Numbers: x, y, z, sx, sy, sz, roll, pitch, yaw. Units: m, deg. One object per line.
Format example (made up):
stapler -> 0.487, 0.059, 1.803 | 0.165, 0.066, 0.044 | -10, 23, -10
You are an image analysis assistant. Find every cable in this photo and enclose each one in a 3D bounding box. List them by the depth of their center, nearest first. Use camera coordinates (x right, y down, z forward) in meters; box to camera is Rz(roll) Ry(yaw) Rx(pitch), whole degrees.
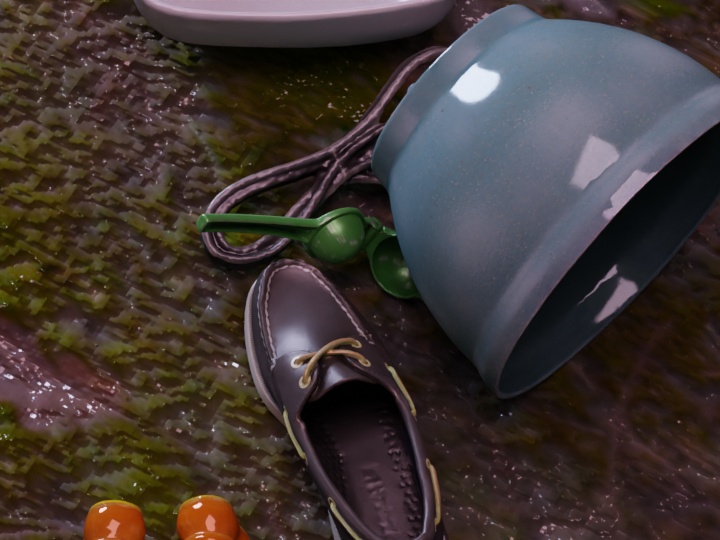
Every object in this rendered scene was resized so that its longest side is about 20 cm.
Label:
cable -> 0.004, -0.066, 1.516 | 0.200, 0.050, 0.097 | -15, 86, -15

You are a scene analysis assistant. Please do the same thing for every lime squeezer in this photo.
lime squeezer -> 0.000, 0.000, 1.478 | 0.200, 0.038, 0.071 | 28, 49, -19

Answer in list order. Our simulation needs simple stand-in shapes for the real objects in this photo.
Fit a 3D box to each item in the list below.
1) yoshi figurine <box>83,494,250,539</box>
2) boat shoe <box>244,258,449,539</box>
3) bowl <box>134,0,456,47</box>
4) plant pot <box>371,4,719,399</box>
yoshi figurine -> -0.093, 0.215, 1.355 | 0.112, 0.112, 0.200 | 30, 37, -32
boat shoe -> -0.006, 0.072, 1.441 | 0.072, 0.061, 0.201 | -18, 64, -13
bowl -> -0.041, -0.209, 1.587 | 0.200, 0.075, 0.200 | -2, 61, -5
plant pot -> 0.091, -0.052, 1.431 | 0.134, 0.200, 0.200 | 43, 67, 14
